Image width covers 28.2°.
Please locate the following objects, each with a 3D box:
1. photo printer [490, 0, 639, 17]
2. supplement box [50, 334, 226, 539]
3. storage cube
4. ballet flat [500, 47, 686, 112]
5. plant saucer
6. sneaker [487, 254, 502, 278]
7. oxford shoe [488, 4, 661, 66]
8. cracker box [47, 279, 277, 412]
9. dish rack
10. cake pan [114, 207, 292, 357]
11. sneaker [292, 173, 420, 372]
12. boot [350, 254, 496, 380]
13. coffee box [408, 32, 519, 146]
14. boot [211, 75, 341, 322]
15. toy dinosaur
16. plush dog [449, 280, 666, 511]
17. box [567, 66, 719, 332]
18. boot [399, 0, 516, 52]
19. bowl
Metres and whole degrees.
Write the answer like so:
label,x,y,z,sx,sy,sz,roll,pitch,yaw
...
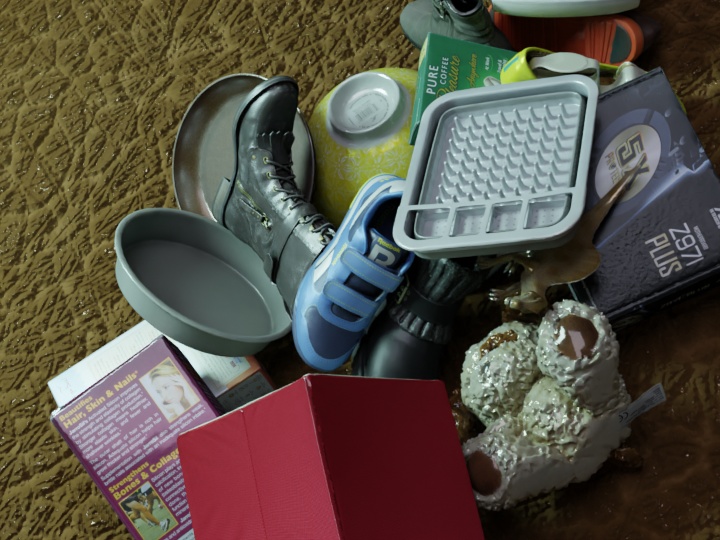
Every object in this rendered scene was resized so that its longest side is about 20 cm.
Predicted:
label,x,y,z,sx,sy,sz,roll,pitch,yaw
photo printer,0.212,-0.321,1.510,0.166,0.070,0.200,-1,28,4
supplement box,-0.172,0.181,1.334,0.131,0.103,0.200,-36,80,-4
storage cube,-0.022,0.199,1.195,0.171,0.200,0.180,-28,68,38
ballet flat,0.239,-0.182,1.423,0.200,0.067,0.067,10,58,-9
plant saucer,-0.119,-0.109,1.531,0.200,0.032,0.201,1,92,37
sneaker,0.058,-0.021,1.433,0.200,0.081,0.077,-15,53,9
oxford shoe,0.227,-0.258,1.543,0.200,0.071,0.072,20,34,37
cracker box,-0.202,0.119,1.455,0.200,0.058,0.134,-32,53,-3
dish rack,0.127,-0.086,1.275,0.171,0.044,0.200,-6,48,24
cake pan,-0.157,0.014,1.425,0.037,0.200,0.200,-57,48,27
sneaker,0.000,0.000,1.326,0.200,0.074,0.082,-66,19,-5
boot,0.064,0.056,1.328,0.158,0.079,0.211,-44,38,30
coffee box,0.153,-0.164,1.458,0.200,0.044,0.123,11,59,-7
boot,-0.066,-0.071,1.419,0.069,0.200,0.174,-6,38,-38
toy dinosaur,0.172,-0.018,1.270,0.101,0.058,0.200,11,47,39
plush dog,0.158,0.110,1.287,0.200,0.160,0.172,-59,40,9
box,0.250,-0.060,1.344,0.164,0.086,0.200,-24,75,4
boot,0.092,-0.284,1.544,0.068,0.131,0.200,-43,43,-7
bowl,0.018,-0.146,1.510,0.200,0.108,0.200,-10,56,15
